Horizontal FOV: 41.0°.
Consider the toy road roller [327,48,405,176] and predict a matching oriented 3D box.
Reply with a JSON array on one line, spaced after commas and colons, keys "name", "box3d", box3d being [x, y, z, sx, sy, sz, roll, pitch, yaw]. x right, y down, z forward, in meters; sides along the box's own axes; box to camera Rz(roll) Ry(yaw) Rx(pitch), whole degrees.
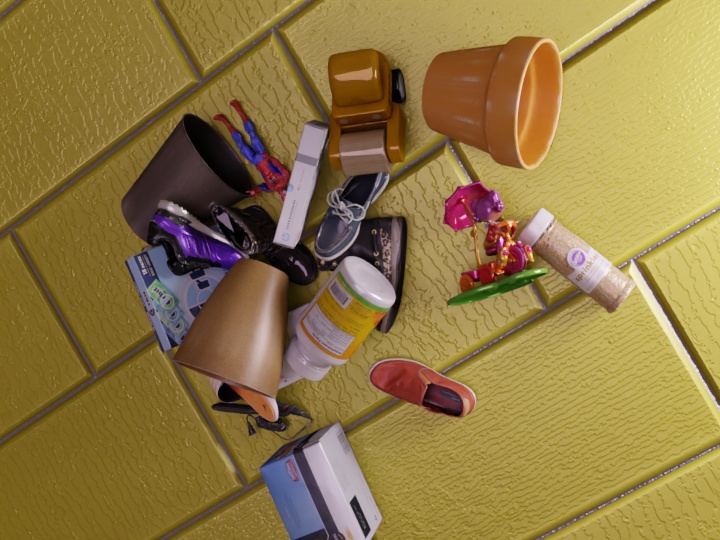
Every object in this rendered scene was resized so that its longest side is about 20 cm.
[{"name": "toy road roller", "box3d": [0.001, -0.271, 1.583, 0.120, 0.146, 0.204, -5, 67, 15]}]

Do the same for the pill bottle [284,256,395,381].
[{"name": "pill bottle", "box3d": [-0.040, 0.086, 1.610, 0.111, 0.111, 0.201, 41, 111, 6]}]

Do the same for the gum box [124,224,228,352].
[{"name": "gum box", "box3d": [-0.293, 0.025, 1.702, 0.044, 0.198, 0.173, -21, 92, 53]}]

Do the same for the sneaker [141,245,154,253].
[{"name": "sneaker", "box3d": [-0.322, 0.026, 1.751, 0.080, 0.075, 0.201, -32, 117, 7]}]

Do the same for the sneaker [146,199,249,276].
[{"name": "sneaker", "box3d": [-0.284, -0.028, 1.659, 0.199, 0.069, 0.101, 34, 70, -24]}]

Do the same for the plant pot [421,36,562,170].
[{"name": "plant pot", "box3d": [0.204, -0.275, 1.541, 0.180, 0.199, 0.205, 13, 101, 29]}]

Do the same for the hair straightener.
[{"name": "hair straightener", "box3d": [-0.184, 0.269, 1.786, 0.196, 0.041, 0.079, 11, 100, 9]}]

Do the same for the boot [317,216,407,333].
[{"name": "boot", "box3d": [0.000, 0.000, 1.679, 0.147, 0.073, 0.205, 7, 95, 13]}]

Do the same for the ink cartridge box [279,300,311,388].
[{"name": "ink cartridge box", "box3d": [-0.109, 0.128, 1.727, 0.197, 0.067, 0.118, -26, 90, 16]}]

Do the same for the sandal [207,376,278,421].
[{"name": "sandal", "box3d": [-0.227, 0.208, 1.729, 0.206, 0.059, 0.080, 34, 135, 36]}]

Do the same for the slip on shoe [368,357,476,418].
[{"name": "slip on shoe", "box3d": [0.105, 0.206, 1.685, 0.197, 0.061, 0.075, 19, 103, 13]}]

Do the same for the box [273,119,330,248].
[{"name": "box", "box3d": [-0.096, -0.151, 1.640, 0.040, 0.156, 0.204, 15, 102, 0]}]

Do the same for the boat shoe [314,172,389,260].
[{"name": "boat shoe", "box3d": [-0.017, -0.110, 1.635, 0.074, 0.062, 0.201, 34, 79, 20]}]

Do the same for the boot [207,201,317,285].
[{"name": "boot", "box3d": [-0.171, -0.042, 1.664, 0.200, 0.174, 0.069, 43, 102, 5]}]

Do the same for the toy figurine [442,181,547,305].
[{"name": "toy figurine", "box3d": [0.205, -0.058, 1.579, 0.199, 0.148, 0.188, -27, 75, 57]}]

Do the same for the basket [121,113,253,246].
[{"name": "basket", "box3d": [-0.319, -0.145, 1.717, 0.199, 0.136, 0.181, -37, 103, 21]}]

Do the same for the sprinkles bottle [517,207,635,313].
[{"name": "sprinkles bottle", "box3d": [0.355, -0.016, 1.586, 0.199, 0.068, 0.069, 39, 105, 6]}]

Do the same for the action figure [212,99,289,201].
[{"name": "action figure", "box3d": [-0.191, -0.202, 1.694, 0.065, 0.099, 0.201, -37, 90, 17]}]

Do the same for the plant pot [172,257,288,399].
[{"name": "plant pot", "box3d": [-0.198, 0.089, 1.624, 0.183, 0.187, 0.204, 16, 78, 12]}]

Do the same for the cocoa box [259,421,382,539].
[{"name": "cocoa box", "box3d": [-0.069, 0.399, 1.717, 0.129, 0.133, 0.203, -25, 91, 17]}]
